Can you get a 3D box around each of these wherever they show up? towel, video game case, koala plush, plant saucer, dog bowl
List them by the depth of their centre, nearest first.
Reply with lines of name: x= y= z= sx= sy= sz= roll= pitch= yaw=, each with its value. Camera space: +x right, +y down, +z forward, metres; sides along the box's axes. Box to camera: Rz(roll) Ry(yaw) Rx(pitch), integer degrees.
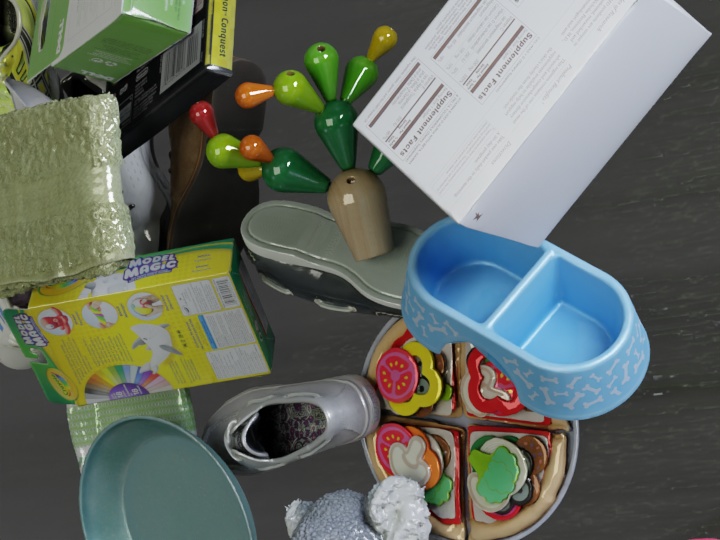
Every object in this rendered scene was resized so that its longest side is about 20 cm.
dog bowl: x=0.117 y=0.027 z=1.440 sx=0.199 sy=0.112 sz=0.050 roll=31 pitch=154 yaw=27
koala plush: x=-0.008 y=0.265 z=1.547 sx=0.177 sy=0.183 sz=0.201 roll=-27 pitch=60 yaw=47
towel: x=-0.252 y=-0.058 z=1.564 sx=0.199 sy=0.036 sz=0.150 roll=-11 pitch=83 yaw=42
video game case: x=-0.150 y=-0.204 z=1.567 sx=0.200 sy=0.025 sz=0.182 roll=-28 pitch=55 yaw=55
plant saucer: x=-0.152 y=0.212 z=1.645 sx=0.199 sy=0.036 sz=0.202 roll=13 pitch=111 yaw=36
towel: x=-0.197 y=0.153 z=1.710 sx=0.149 sy=0.031 sz=0.202 roll=-13 pitch=89 yaw=42

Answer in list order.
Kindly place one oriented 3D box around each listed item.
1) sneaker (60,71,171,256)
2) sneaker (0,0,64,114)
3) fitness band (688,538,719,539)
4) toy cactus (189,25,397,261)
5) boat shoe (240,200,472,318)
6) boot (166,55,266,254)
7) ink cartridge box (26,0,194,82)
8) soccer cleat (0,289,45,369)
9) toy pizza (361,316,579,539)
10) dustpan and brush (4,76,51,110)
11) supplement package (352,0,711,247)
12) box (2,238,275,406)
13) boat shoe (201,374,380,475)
sneaker: x=-0.207 y=-0.082 z=1.669 sx=0.073 sy=0.080 sz=0.201 roll=-14 pitch=89 yaw=33
sneaker: x=-0.304 y=-0.166 z=1.725 sx=0.075 sy=0.076 sz=0.202 roll=4 pitch=99 yaw=32
fitness band: x=0.232 y=0.286 z=1.441 sx=0.144 sy=0.037 sz=0.200 roll=48 pitch=118 yaw=20
toy cactus: x=-0.017 y=-0.089 z=1.507 sx=0.199 sy=0.102 sz=0.166 roll=-17 pitch=92 yaw=-9
boat shoe: x=0.000 y=0.000 z=1.550 sx=0.199 sy=0.076 sz=0.061 roll=23 pitch=148 yaw=27
boot: x=-0.129 y=-0.080 z=1.633 sx=0.075 sy=0.073 sz=0.201 roll=23 pitch=105 yaw=49
ink cartridge box: x=-0.195 y=-0.213 z=1.563 sx=0.200 sy=0.059 sz=0.105 roll=-21 pitch=61 yaw=58
soccer cleat: x=-0.288 y=0.037 z=1.693 sx=0.201 sy=0.069 sz=0.087 roll=96 pitch=152 yaw=-50
toy pizza: x=0.076 y=0.116 z=1.528 sx=0.199 sy=0.032 sz=0.202 roll=5 pitch=98 yaw=33
dustpan and brush: x=-0.236 y=-0.069 z=1.613 sx=0.199 sy=0.057 sz=0.140 roll=20 pitch=130 yaw=42
supplement package: x=0.121 y=-0.132 z=1.370 sx=0.111 sy=0.156 sz=0.200 roll=44 pitch=104 yaw=22
box: x=-0.180 y=0.046 z=1.612 sx=0.199 sy=0.049 sz=0.118 roll=-11 pitch=129 yaw=11
boat shoe: x=-0.072 y=0.130 z=1.599 sx=0.199 sy=0.068 sz=0.073 roll=-10 pitch=91 yaw=44
